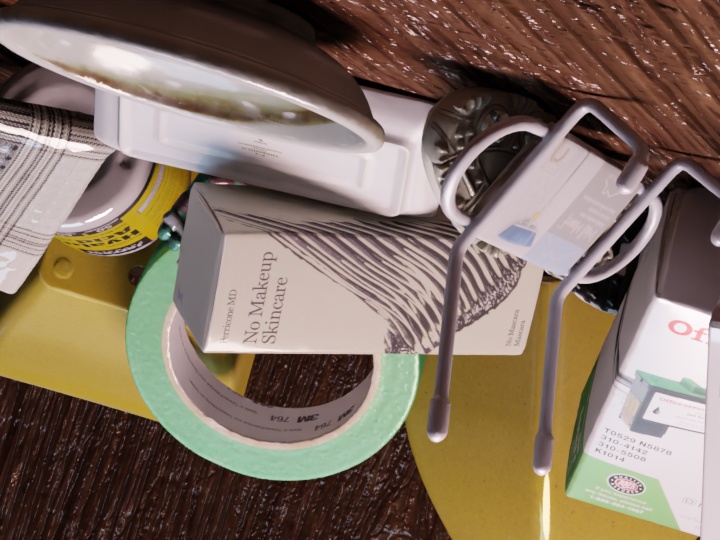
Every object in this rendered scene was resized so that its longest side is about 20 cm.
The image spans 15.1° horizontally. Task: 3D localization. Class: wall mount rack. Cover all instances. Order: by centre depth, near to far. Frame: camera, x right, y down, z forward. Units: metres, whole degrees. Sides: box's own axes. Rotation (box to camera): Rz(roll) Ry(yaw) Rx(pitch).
[{"bbox_3d":[0.097,0.007,1.338,0.075,0.174,0.200,46,-168,31],"label":"wall mount rack"}]

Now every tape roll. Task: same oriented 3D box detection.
[{"bbox_3d":[-0.056,0.045,1.812,0.200,0.201,0.048,16,-150,1],"label":"tape roll"}]

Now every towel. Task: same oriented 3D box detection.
[{"bbox_3d":[-0.265,-0.045,1.587,0.192,0.035,0.200,10,147,-27],"label":"towel"}]

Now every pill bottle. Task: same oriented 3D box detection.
[{"bbox_3d":[-0.170,-0.068,1.752,0.111,0.111,0.200,16,176,9],"label":"pill bottle"}]

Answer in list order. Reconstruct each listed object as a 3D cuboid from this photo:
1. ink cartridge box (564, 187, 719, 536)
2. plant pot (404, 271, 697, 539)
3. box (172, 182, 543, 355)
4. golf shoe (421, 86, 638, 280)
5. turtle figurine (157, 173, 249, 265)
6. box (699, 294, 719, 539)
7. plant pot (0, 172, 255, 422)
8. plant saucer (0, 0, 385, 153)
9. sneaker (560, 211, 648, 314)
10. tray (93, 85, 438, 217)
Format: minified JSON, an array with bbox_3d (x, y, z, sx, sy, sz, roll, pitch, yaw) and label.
[{"bbox_3d":[0.211,0.061,1.520,0.146,0.084,0.200,16,141,0],"label":"ink cartridge box"},{"bbox_3d":[0.146,0.098,1.839,0.195,0.200,0.194,2,-176,-32],"label":"plant pot"},{"bbox_3d":[0.000,0.000,1.544,0.200,0.082,0.068,0,-153,-22],"label":"box"},{"bbox_3d":[0.064,-0.051,1.402,0.097,0.078,0.200,29,177,31],"label":"golf shoe"},{"bbox_3d":[-0.057,-0.052,1.622,0.150,0.101,0.200,-7,147,29],"label":"turtle figurine"},{"bbox_3d":[0.233,0.059,1.343,0.101,0.113,0.200,14,144,17],"label":"box"},{"bbox_3d":[-0.154,-0.014,1.948,0.200,0.200,0.176,17,164,-4],"label":"plant pot"},{"bbox_3d":[-0.079,-0.109,1.318,0.200,0.050,0.200,16,175,1],"label":"plant saucer"},{"bbox_3d":[0.208,0.009,1.624,0.200,0.067,0.090,10,170,39],"label":"sneaker"},{"bbox_3d":[-0.052,-0.074,1.486,0.200,0.022,0.107,13,147,3],"label":"tray"}]
